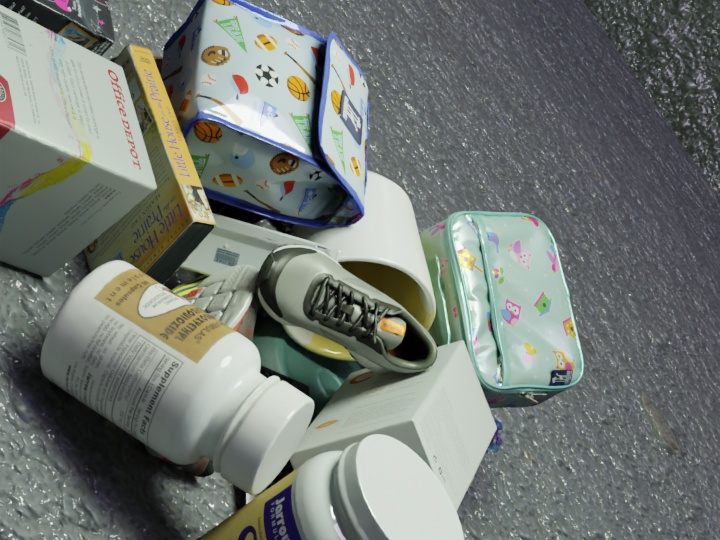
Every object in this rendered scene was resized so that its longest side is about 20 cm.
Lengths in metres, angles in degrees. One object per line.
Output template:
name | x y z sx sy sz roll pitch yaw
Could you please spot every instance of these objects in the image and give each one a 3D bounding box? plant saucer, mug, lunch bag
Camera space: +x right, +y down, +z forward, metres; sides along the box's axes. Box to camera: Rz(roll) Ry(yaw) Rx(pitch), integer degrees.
plant saucer | -0.040 0.121 1.613 0.200 0.036 0.200 39 28 -25
mug | -0.007 -0.004 1.617 0.149 0.187 0.153 6 47 -7
lunch bag | -0.078 -0.144 1.528 0.200 0.124 0.170 22 50 -25
lunch bag | 0.137 0.041 1.646 0.160 0.077 0.200 4 68 -41

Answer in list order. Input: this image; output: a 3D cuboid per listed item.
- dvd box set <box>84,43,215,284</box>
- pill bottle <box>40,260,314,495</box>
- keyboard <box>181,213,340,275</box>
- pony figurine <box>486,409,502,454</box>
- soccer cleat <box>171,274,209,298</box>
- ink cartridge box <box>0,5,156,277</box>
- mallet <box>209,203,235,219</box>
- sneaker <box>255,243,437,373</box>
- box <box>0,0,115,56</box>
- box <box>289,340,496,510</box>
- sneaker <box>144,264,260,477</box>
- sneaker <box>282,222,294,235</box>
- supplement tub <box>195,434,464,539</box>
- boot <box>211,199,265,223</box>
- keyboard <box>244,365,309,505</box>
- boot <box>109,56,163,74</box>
dvd box set | -0.205 -0.078 1.456 0.029 0.146 0.200 7 49 -43
pill bottle | -0.142 0.087 1.304 0.200 0.114 0.114 32 21 13
keyboard | -0.120 -0.019 1.510 0.200 0.056 0.011 16 1 9
pony figurine | 0.089 0.130 1.724 0.200 0.166 0.193 -52 135 -68
soccer cleat | -0.126 0.020 1.536 0.065 0.084 0.200 52 25 -3
ink cartridge box | -0.295 -0.110 1.343 0.200 0.145 0.145 24 38 -46
mallet | -0.129 -0.029 1.660 0.200 0.066 0.041 31 65 -67
sneaker | -0.008 0.035 1.462 0.200 0.074 0.079 30 -11 -36
box | -0.319 -0.256 1.512 0.115 0.132 0.200 26 35 -38
box | 0.034 0.154 1.491 0.098 0.124 0.200 68 22 -11
sneaker | -0.127 0.089 1.430 0.082 0.077 0.200 50 51 -42
sneaker | -0.070 -0.092 1.799 0.200 0.070 0.090 41 30 -19
supplement tub | -0.033 0.231 1.282 0.145 0.200 0.145 40 28 -26
boot | -0.132 -0.079 1.653 0.200 0.097 0.075 10 62 -48
keyboard | -0.054 0.188 1.476 0.127 0.021 0.200 31 44 -38
boot | -0.157 -0.185 1.678 0.200 0.075 0.097 14 12 12
